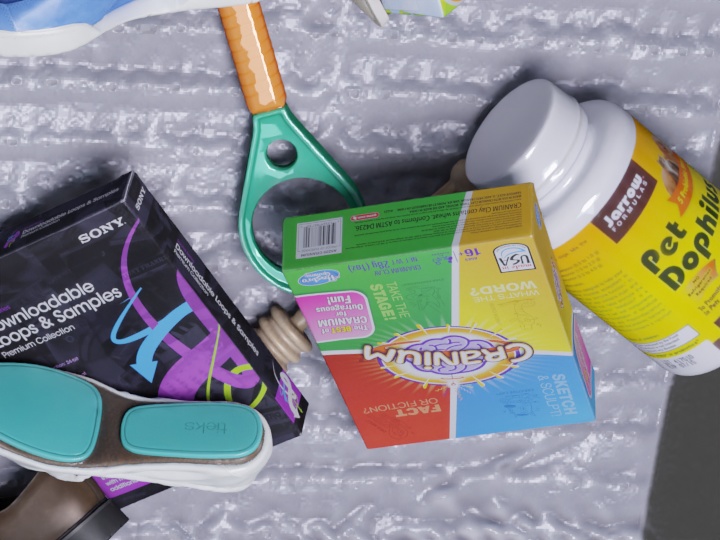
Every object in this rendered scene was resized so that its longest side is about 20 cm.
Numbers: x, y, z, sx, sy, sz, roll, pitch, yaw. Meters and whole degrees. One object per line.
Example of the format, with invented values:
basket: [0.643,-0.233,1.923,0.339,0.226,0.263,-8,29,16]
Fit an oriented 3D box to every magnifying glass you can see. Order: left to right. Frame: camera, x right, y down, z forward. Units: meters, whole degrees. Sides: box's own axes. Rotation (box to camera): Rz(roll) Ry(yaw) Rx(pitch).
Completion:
magnifying glass: [-0.049,-0.078,1.591,0.079,0.022,0.201,-14,109,6]

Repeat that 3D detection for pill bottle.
pill bottle: [0.160,-0.029,1.626,0.200,0.109,0.109,37,102,-25]

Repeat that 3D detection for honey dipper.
honey dipper: [0.000,0.000,1.649,0.200,0.038,0.038,-41,117,3]

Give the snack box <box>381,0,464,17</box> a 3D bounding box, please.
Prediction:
snack box: [0.045,-0.264,1.484,0.142,0.053,0.201,-39,123,-33]

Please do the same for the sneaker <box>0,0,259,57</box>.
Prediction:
sneaker: [-0.143,-0.194,1.495,0.199,0.077,0.112,-13,123,-11]

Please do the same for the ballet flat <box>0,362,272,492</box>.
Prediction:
ballet flat: [-0.152,0.104,1.598,0.199,0.070,0.070,8,114,2]

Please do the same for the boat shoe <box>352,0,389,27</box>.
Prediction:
boat shoe: [-0.013,-0.230,1.515,0.059,0.072,0.200,-36,124,-10]

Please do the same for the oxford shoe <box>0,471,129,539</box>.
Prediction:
oxford shoe: [-0.244,0.186,1.669,0.200,0.073,0.085,-40,92,11]

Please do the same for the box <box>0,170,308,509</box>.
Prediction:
box: [-0.144,0.046,1.608,0.142,0.036,0.200,-23,119,23]

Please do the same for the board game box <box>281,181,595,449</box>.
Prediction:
board game box: [0.051,0.031,1.601,0.152,0.040,0.200,-8,143,13]
